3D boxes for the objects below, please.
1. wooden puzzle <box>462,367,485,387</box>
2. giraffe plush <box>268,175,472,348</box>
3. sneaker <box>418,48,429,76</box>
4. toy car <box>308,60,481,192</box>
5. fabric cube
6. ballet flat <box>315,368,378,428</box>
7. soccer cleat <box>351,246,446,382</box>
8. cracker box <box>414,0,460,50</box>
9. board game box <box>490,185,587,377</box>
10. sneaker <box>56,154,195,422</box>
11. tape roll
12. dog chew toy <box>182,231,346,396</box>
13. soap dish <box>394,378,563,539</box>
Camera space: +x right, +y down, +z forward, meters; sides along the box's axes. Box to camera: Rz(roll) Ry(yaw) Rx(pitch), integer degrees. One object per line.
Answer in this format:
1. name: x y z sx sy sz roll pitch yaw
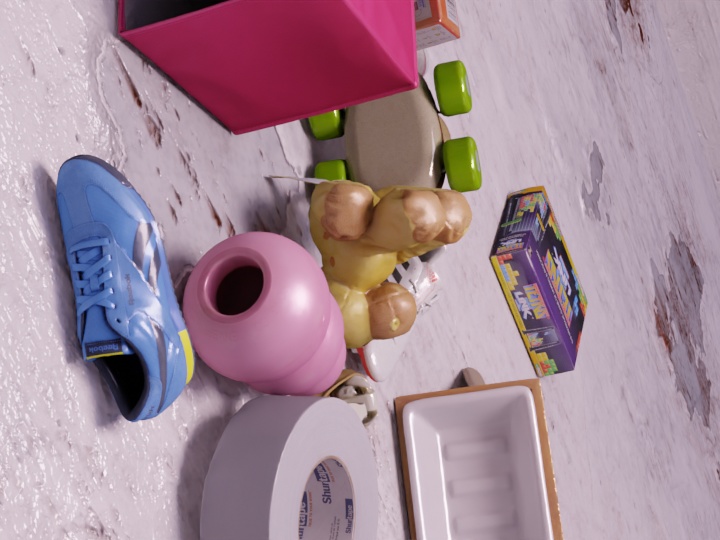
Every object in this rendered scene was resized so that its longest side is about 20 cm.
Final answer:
1. wooden puzzle: 0.168 0.217 1.875 0.185 0.037 0.202 -100 172 -82
2. giraffe plush: 0.000 0.000 1.537 0.172 0.198 0.164 -4 100 -62
3. sneaker: 0.010 -0.235 1.779 0.199 0.081 0.089 22 60 -53
4. toy car: 0.050 -0.117 1.721 0.200 0.163 0.159 46 36 -71
5. fabric cube: -0.076 -0.266 1.432 0.199 0.195 0.202 38 44 -56
6. ballet flat: -0.015 0.135 1.536 0.200 0.063 0.069 -29 106 -67
7. soccer cleat: 0.042 0.032 1.693 0.069 0.085 0.201 61 27 -33
8. cracker box: -0.011 -0.267 1.577 0.058 0.198 0.135 23 58 -64
9. board game box: 0.245 0.014 2.214 0.166 0.056 0.201 -69 140 -54
10. sneaker: -0.182 0.015 1.208 0.078 0.065 0.202 -42 117 -60
11. tape roll: -0.055 0.205 1.356 0.200 0.066 0.202 -1 90 -65
12. dog chew toy: -0.070 0.049 1.393 0.200 0.123 0.126 50 34 -61
13. soap dish: 0.126 0.224 1.718 0.081 0.156 0.202 57 25 -75
